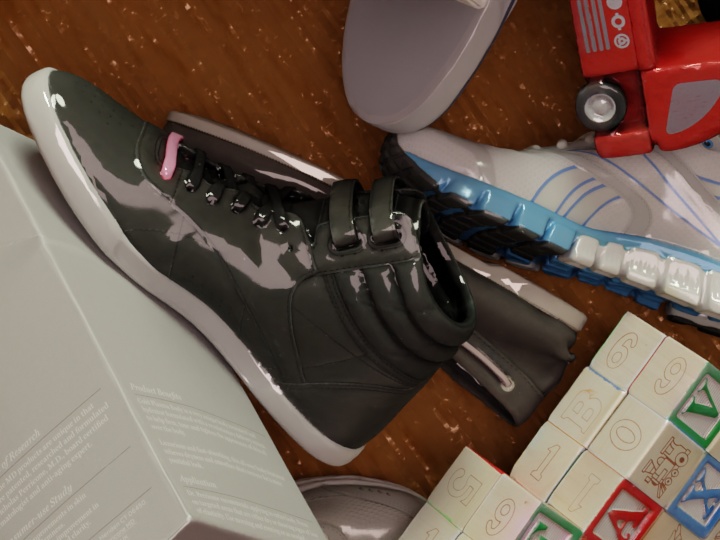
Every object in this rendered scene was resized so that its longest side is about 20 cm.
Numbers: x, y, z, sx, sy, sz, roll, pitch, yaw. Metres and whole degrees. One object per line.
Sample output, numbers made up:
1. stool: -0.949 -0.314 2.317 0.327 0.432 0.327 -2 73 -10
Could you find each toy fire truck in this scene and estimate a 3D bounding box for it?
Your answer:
1. toy fire truck: 0.139 -0.145 0.868 0.140 0.049 0.202 -7 115 13

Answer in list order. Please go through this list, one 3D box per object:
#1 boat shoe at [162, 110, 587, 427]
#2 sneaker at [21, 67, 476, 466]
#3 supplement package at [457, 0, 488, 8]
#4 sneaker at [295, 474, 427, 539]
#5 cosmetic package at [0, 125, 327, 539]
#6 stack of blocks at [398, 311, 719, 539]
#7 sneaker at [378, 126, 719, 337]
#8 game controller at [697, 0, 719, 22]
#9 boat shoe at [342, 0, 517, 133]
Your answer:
1. boat shoe: 0.000 0.000 0.946 0.199 0.067 0.057 27 87 -10
2. sneaker: -0.034 -0.023 0.875 0.099 0.071 0.200 -36 109 21
3. supplement package: 0.022 -0.219 0.822 0.119 0.121 0.201 29 89 -44
4. sneaker: -0.056 0.136 0.937 0.198 0.092 0.076 -11 96 -5
5. cosmetic package: -0.104 0.048 0.867 0.090 0.107 0.201 -43 57 14
6. stack of blocks: 0.084 0.120 0.944 0.115 0.059 0.201 37 89 -36
7. sneaker: 0.105 -0.036 0.960 0.198 0.075 0.087 19 82 -12
8. game controller: 0.232 -0.076 0.942 0.200 0.042 0.104 40 131 -17
9. boat shoe: 0.056 -0.144 0.938 0.066 0.072 0.202 29 76 -49
